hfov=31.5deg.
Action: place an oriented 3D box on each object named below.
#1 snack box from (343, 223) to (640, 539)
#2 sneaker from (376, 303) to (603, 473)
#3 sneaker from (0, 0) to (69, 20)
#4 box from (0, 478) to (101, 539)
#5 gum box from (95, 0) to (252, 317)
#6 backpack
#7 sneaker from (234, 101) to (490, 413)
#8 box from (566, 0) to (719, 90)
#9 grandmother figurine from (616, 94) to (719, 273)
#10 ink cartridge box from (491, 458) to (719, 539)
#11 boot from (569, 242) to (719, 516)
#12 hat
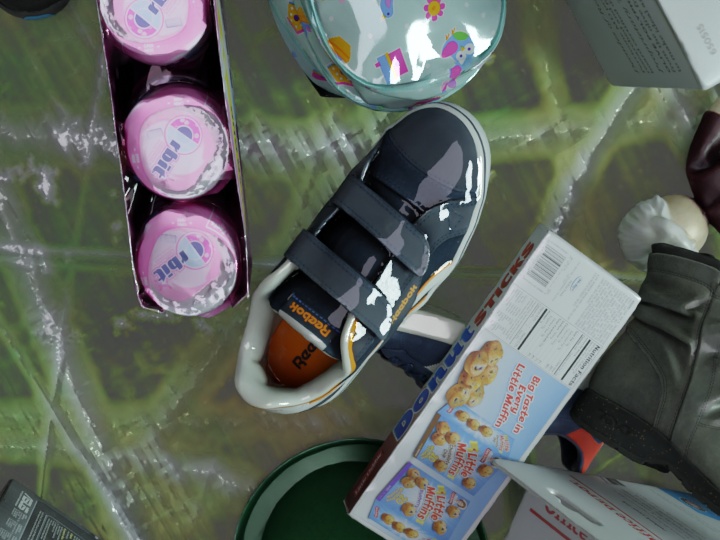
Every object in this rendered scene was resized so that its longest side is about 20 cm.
[{"bbox_3d":[0.075,0.076,0.740,0.071,0.024,0.201,33,98,-15],"label":"snack box"},{"bbox_3d":[0.065,0.074,0.783,0.197,0.075,0.086,18,93,-7],"label":"sneaker"},{"bbox_3d":[-0.201,-0.243,0.711,0.072,0.082,0.204,-8,100,-5],"label":"sneaker"},{"bbox_3d":[-0.162,0.205,0.722,0.158,0.200,0.049,38,91,-10],"label":"box"},{"bbox_3d":[-0.103,-0.079,0.727,0.065,0.114,0.204,-7,99,-3],"label":"gum box"},{"bbox_3d":[0.003,-0.189,0.713,0.164,0.127,0.203,-16,103,-5],"label":"backpack"},{"bbox_3d":[0.000,0.000,0.699,0.078,0.079,0.202,36,108,15],"label":"sneaker"},{"bbox_3d":[0.194,-0.233,0.697,0.197,0.171,0.202,-32,99,1],"label":"box"},{"bbox_3d":[0.251,-0.058,0.790,0.198,0.061,0.122,-30,72,4],"label":"grandmother figurine"},{"bbox_3d":[0.162,0.174,0.743,0.198,0.115,0.068,16,100,-38],"label":"ink cartridge box"},{"bbox_3d":[0.222,0.072,0.708,0.199,0.068,0.132,32,94,27],"label":"boot"},{"bbox_3d":[0.016,0.214,0.748,0.199,0.176,0.166,40,94,-9],"label":"hat"}]
